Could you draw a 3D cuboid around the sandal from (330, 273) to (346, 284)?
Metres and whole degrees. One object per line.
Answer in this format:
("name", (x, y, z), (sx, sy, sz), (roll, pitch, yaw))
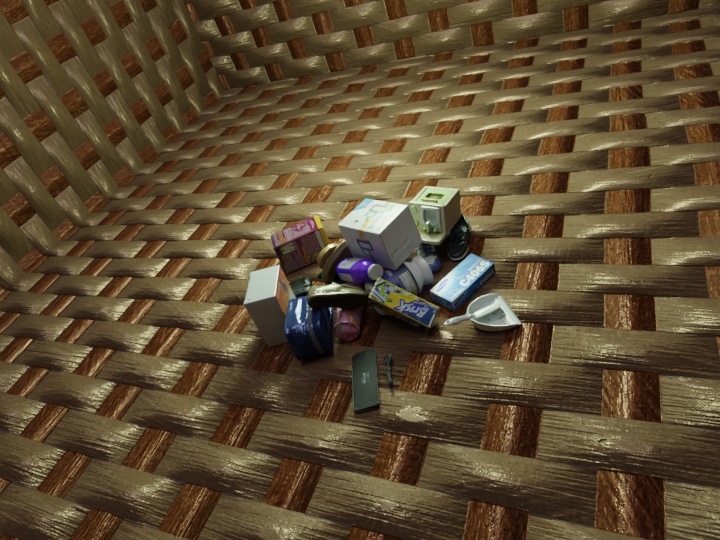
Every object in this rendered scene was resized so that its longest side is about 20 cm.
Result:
("sandal", (-0.062, 0.030, 1.767), (0.199, 0.055, 0.082), (-35, 40, -16))

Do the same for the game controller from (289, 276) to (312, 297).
("game controller", (-0.264, 0.081, 1.825), (0.198, 0.043, 0.105), (-19, 24, 2))

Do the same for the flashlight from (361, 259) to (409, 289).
("flashlight", (0.070, 0.000, 1.737), (0.198, 0.068, 0.068), (-26, 11, -12))

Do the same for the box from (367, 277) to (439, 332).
("box", (0.123, 0.101, 1.503), (0.198, 0.064, 0.071), (26, 72, 7))

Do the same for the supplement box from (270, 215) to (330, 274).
("supplement box", (-0.217, -0.096, 1.931), (0.198, 0.132, 0.104), (-23, 36, -3))

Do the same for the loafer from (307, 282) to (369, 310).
("loafer", (-0.066, 0.070, 1.541), (0.197, 0.077, 0.068), (4, 43, -25))

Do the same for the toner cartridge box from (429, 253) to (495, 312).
("toner cartridge box", (0.315, 0.034, 1.592), (0.199, 0.043, 0.095), (-40, 40, -21))

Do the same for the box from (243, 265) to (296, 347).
("box", (-0.275, 0.114, 1.649), (0.105, 0.201, 0.153), (-13, 39, 10))

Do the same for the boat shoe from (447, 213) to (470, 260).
("boat shoe", (0.332, -0.120, 1.748), (0.074, 0.067, 0.200), (2, 44, 27))

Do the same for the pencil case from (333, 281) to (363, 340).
("pencil case", (-0.035, 0.122, 1.623), (0.086, 0.088, 0.201), (-10, 39, 14))

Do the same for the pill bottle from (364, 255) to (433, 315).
("pill bottle", (0.122, 0.042, 1.616), (0.198, 0.117, 0.116), (-30, 39, -12))

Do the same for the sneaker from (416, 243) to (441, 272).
("sneaker", (0.215, -0.077, 1.738), (0.074, 0.089, 0.201), (-18, 39, 1))

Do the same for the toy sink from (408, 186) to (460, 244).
("toy sink", (0.236, -0.189, 1.709), (0.129, 0.113, 0.200), (11, 38, 30))

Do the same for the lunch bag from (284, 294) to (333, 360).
("lunch bag", (-0.144, 0.161, 1.584), (0.131, 0.137, 0.201), (-14, 37, 8))

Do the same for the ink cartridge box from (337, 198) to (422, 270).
("ink cartridge box", (0.063, -0.118, 1.637), (0.199, 0.147, 0.147), (17, 53, 46))

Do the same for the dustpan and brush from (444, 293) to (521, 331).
("dustpan and brush", (0.331, 0.129, 1.458), (0.198, 0.058, 0.140), (-23, 38, -1))

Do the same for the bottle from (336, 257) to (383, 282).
("bottle", (0.000, 0.000, 1.605), (0.083, 0.066, 0.199), (-31, 17, -25))

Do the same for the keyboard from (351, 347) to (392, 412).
("keyboard", (0.036, 0.296, 1.434), (0.126, 0.021, 0.201), (-19, 39, 13))

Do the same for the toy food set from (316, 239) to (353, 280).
("toy food set", (-0.073, -0.044, 1.763), (0.049, 0.199, 0.200), (39, 60, 17))
